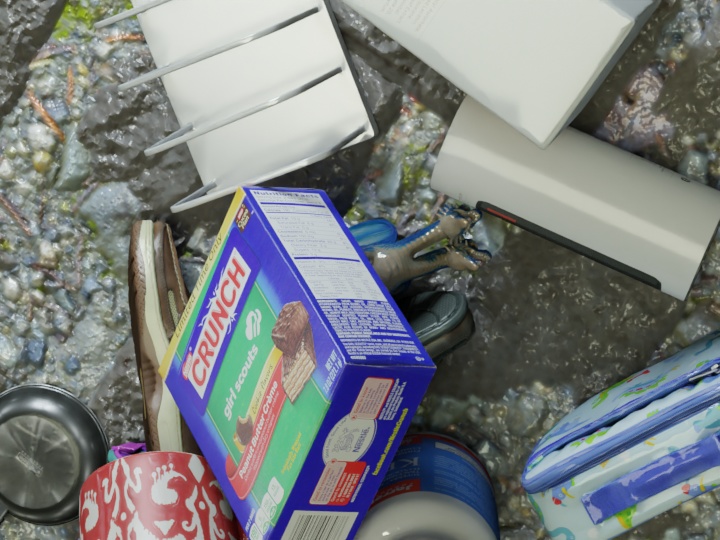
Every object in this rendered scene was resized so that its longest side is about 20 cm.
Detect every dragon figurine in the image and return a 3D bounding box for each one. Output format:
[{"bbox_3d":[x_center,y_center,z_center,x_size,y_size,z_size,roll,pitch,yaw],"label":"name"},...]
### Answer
[{"bbox_3d":[0.000,0.000,1.677,0.199,0.099,0.059,-13,101,36],"label":"dragon figurine"}]

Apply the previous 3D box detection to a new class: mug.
[{"bbox_3d":[-0.118,0.243,1.608,0.177,0.201,0.133,16,139,-32],"label":"mug"}]

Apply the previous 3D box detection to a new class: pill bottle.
[{"bbox_3d":[0.043,0.196,1.623,0.111,0.200,0.113,0,105,0],"label":"pill bottle"}]

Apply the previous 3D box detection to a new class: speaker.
[{"bbox_3d":[0.151,-0.055,1.611,0.199,0.081,0.082,24,109,7],"label":"speaker"}]

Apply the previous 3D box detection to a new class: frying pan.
[{"bbox_3d":[-0.282,0.162,1.813,0.189,0.031,0.115,-28,94,17],"label":"frying pan"}]

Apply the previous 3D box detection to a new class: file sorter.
[{"bbox_3d":[-0.099,-0.156,1.632,0.138,0.125,0.201,-19,99,19],"label":"file sorter"}]

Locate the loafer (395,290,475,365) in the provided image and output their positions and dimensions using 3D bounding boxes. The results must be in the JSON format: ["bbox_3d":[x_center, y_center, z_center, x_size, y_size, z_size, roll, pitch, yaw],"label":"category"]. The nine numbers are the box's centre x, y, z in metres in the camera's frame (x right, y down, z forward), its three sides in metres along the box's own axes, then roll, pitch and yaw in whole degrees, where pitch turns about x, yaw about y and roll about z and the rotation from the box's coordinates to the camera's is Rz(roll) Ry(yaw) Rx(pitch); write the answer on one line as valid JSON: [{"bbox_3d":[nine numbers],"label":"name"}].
[{"bbox_3d":[0.004,0.074,1.700,0.199,0.072,0.063,-21,117,26],"label":"loafer"}]

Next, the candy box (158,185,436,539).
[{"bbox_3d":[-0.047,0.066,1.567,0.077,0.200,0.170,6,123,-31],"label":"candy box"}]

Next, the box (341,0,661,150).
[{"bbox_3d":[0.086,-0.193,1.557,0.200,0.152,0.107,37,109,4],"label":"box"}]

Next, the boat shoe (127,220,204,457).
[{"bbox_3d":[-0.128,0.061,1.712,0.074,0.075,0.204,-5,80,-11],"label":"boat shoe"}]

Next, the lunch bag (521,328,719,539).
[{"bbox_3d":[0.212,0.114,1.595,0.199,0.161,0.083,-29,95,20],"label":"lunch bag"}]

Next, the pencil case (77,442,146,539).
[{"bbox_3d":[-0.190,0.225,1.771,0.092,0.085,0.201,39,112,22],"label":"pencil case"}]
